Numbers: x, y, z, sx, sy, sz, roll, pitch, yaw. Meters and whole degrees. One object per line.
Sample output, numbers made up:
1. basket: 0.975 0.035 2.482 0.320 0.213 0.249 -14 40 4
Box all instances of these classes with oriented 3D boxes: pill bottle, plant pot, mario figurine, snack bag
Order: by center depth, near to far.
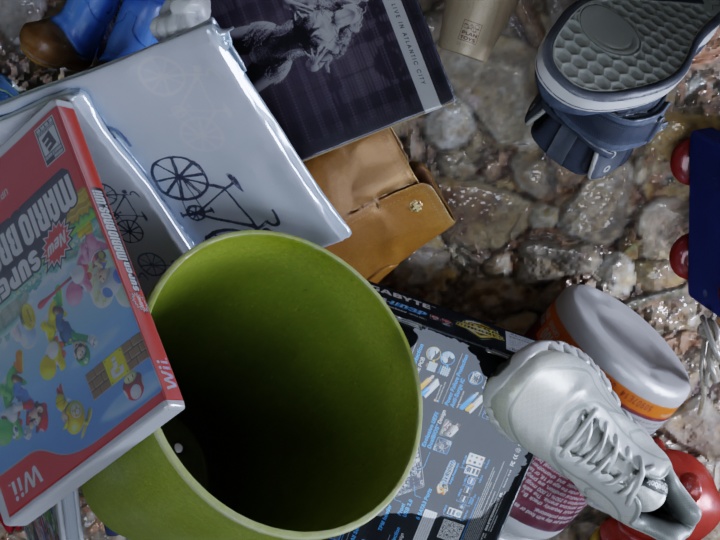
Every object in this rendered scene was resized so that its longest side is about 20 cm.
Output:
1. mario figurine: -0.136 -0.199 1.004 0.123 0.106 0.200 22 108 -16
2. snack bag: -0.126 -0.047 1.049 0.200 0.021 0.189 -18 129 18
3. plant pot: -0.094 0.099 1.069 0.187 0.187 0.200 27 145 -21
4. pill bottle: 0.128 0.117 1.229 0.114 0.114 0.200 30 112 -22

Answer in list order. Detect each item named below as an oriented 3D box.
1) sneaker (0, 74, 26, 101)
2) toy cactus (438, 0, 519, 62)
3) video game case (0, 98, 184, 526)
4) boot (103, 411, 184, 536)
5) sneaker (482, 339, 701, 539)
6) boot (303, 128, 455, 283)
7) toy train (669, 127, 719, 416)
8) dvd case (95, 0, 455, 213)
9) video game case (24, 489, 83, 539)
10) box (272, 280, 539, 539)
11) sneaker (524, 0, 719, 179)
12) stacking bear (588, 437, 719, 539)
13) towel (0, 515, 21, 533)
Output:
1. sneaker: -0.207 -0.078 1.096 0.200 0.076 0.105 -7 121 -2
2. toy cactus: 0.092 -0.205 1.028 0.200 0.102 0.165 16 97 -14
3. video game case: -0.182 0.024 0.982 0.143 0.200 0.017 -37 155 29
4. boot: -0.167 0.104 1.209 0.090 0.073 0.200 -19 122 -2
5. sneaker: 0.152 0.111 1.097 0.075 0.081 0.200 -48 130 3
6. boot: 0.000 -0.001 1.169 0.144 0.071 0.201 -22 117 7
7. toy train: 0.281 -0.003 1.189 0.116 0.085 0.200 -11 113 -16
8. dvd case: -0.060 -0.137 1.071 0.200 0.016 0.149 -21 90 7
9. video game case: -0.216 0.139 1.186 0.018 0.143 0.200 -12 123 -20
10. box: 0.028 0.122 1.155 0.159 0.046 0.200 19 109 -4
11. sneaker: 0.141 -0.104 1.060 0.077 0.202 0.146 46 131 10
12. stacking bear: 0.219 0.229 1.317 0.114 0.121 0.200 5 111 -18
13. towel: -0.249 0.067 1.120 0.022 0.145 0.200 -26 152 -31
